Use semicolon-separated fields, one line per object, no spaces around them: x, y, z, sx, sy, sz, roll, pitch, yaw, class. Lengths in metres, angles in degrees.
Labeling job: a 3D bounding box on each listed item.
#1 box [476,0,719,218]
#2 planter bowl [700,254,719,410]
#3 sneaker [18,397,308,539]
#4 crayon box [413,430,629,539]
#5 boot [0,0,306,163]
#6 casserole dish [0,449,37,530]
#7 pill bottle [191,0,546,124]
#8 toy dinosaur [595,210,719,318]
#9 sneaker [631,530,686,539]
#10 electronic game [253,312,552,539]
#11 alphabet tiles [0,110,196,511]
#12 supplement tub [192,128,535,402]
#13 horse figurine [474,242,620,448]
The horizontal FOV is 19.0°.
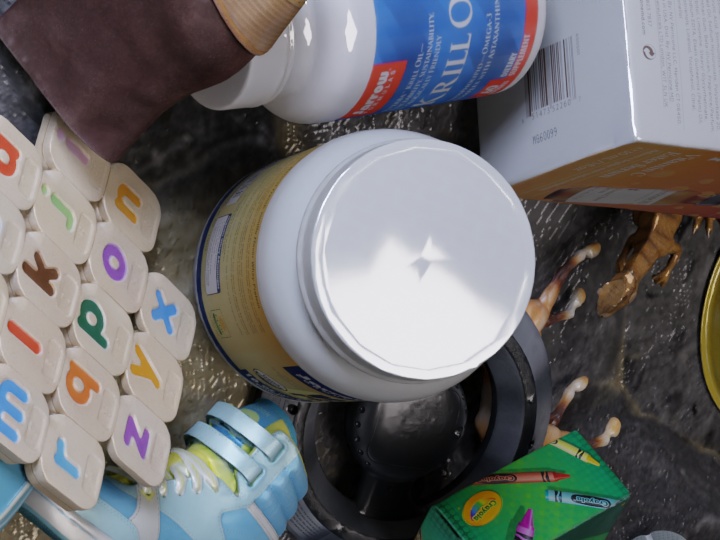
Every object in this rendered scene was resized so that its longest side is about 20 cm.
0.193;-0.103;1.312;0.200;0.152;0.107;4;77;-31;box
0.346;0.034;1.566;0.200;0.083;0.201;-15;114;-36;planter bowl
-0.108;0.115;1.217;0.131;0.079;0.200;-59;141;-5;sneaker
0.079;0.196;1.347;0.119;0.058;0.200;-24;153;-31;crayon box
-0.130;-0.172;1.078;0.166;0.072;0.200;-36;96;21;boot
-0.194;0.066;1.084;0.121;0.039;0.200;65;28;-20;casserole dish
-0.003;-0.141;1.197;0.200;0.112;0.113;-13;112;-36;pill bottle
0.205;-0.057;1.424;0.106;0.060;0.201;42;57;-60;toy dinosaur
0.177;0.280;1.516;0.200;0.070;0.080;-44;130;-21;sneaker
0.027;0.090;1.324;0.199;0.042;0.201;-8;111;-21;electronic game
-0.152;0.019;1.120;0.196;0.015;0.200;48;41;-43;alphabet tiles
0.000;0.000;1.164;0.144;0.200;0.145;1;86;-19;supplement tub
0.111;0.071;1.404;0.132;0.050;0.201;-24;116;-39;horse figurine
